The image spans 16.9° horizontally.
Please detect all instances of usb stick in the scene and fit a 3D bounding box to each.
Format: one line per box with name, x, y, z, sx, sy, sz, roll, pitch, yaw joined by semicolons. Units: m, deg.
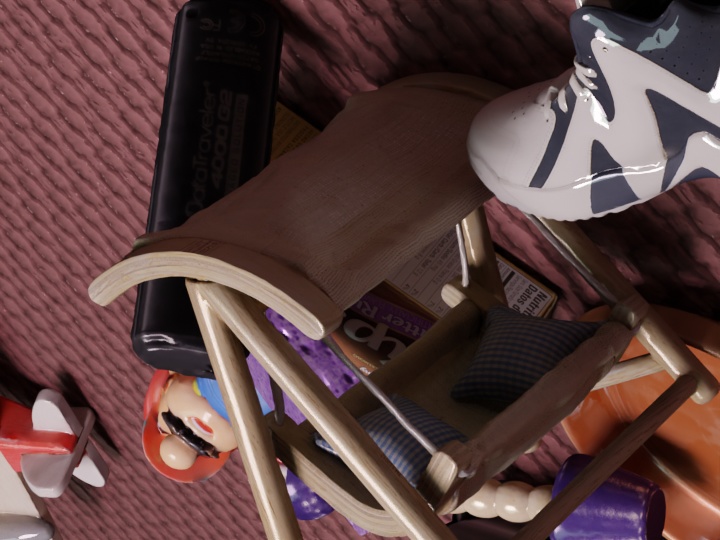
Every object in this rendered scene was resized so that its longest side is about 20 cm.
usb stick;-0.071;-0.043;1.139;0.055;0.200;0.033;8;151;-6

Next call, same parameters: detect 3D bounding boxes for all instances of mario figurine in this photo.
mario figurine;-0.079;0.083;1.443;0.200;0.106;0.124;-37;67;56

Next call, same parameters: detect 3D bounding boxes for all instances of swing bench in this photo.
swing bench;0.023;0.028;1.073;0.130;0.199;0.200;-21;102;45

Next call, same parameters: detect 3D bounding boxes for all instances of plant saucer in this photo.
plant saucer;0.183;0.088;1.190;0.200;0.032;0.200;32;153;19

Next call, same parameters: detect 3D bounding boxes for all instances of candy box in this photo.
candy box;0.000;0.000;1.269;0.200;0.056;0.117;36;155;11

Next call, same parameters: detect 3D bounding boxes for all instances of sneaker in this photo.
sneaker;0.103;-0.090;0.961;0.199;0.080;0.130;6;137;49

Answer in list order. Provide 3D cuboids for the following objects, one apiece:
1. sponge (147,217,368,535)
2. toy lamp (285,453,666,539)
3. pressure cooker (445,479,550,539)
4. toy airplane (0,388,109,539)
sponge;-0.038;0.041;1.207;0.200;0.030;0.112;55;166;4
toy lamp;0.060;0.116;1.263;0.200;0.058;0.058;6;141;24
pressure cooker;0.088;0.227;1.356;0.179;0.176;0.200;43;171;-11
toy airplane;-0.287;0.135;1.769;0.200;0.141;0.199;41;154;-2
